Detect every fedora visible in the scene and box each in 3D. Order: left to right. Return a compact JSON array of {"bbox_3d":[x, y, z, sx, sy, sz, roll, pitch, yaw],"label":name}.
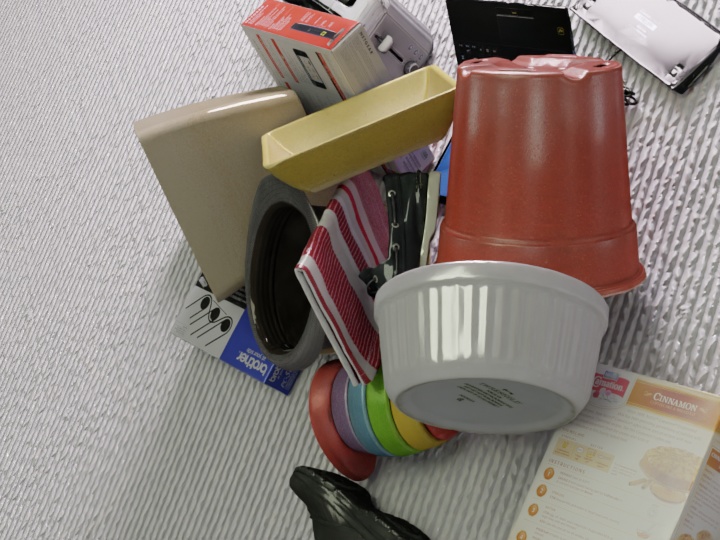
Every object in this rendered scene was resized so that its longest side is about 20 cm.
[{"bbox_3d":[-0.046,0.002,1.430,0.177,0.090,0.201,16,105,58],"label":"fedora"}]

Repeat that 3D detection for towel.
[{"bbox_3d":[0.000,0.000,1.362,0.023,0.144,0.200,-15,27,26],"label":"towel"}]

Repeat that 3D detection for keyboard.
[{"bbox_3d":[0.280,-0.235,1.451,0.127,0.021,0.200,-43,42,6],"label":"keyboard"}]

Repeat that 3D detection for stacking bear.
[{"bbox_3d":[0.060,0.127,1.366,0.199,0.114,0.122,-11,57,33],"label":"stacking bear"}]

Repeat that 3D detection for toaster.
[{"bbox_3d":[-0.017,-0.296,1.659,0.200,0.129,0.114,41,93,34],"label":"toaster"}]

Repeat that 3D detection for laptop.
[{"bbox_3d":[0.138,-0.172,1.479,0.103,0.201,0.177,-31,30,-33],"label":"laptop"}]

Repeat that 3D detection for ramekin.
[{"bbox_3d":[0.108,0.073,1.193,0.202,0.202,0.095,-13,61,38],"label":"ramekin"}]

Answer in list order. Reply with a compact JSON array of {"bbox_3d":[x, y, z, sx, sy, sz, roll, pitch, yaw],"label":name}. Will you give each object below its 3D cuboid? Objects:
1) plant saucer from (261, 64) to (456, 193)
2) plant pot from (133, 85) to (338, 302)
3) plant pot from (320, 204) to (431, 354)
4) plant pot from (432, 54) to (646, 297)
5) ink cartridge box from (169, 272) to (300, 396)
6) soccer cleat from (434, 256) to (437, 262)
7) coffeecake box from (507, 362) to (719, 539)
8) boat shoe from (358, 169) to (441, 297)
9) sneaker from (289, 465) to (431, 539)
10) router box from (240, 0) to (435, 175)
[{"bbox_3d":[0.002,-0.136,1.392,0.199,0.049,0.200,-22,15,1],"label":"plant saucer"},{"bbox_3d":[-0.130,-0.107,1.570,0.176,0.200,0.200,-26,13,-4],"label":"plant pot"},{"bbox_3d":[-0.020,0.001,1.537,0.199,0.028,0.201,-15,50,18],"label":"plant pot"},{"bbox_3d":[0.161,-0.091,1.277,0.200,0.200,0.196,14,111,47],"label":"plant pot"},{"bbox_3d":[-0.134,0.067,1.628,0.200,0.044,0.094,22,81,47],"label":"ink cartridge box"},{"bbox_3d":[0.089,0.009,1.431,0.200,0.076,0.067,-45,42,12],"label":"soccer cleat"},{"bbox_3d":[0.227,0.193,1.185,0.153,0.073,0.201,14,75,49],"label":"coffeecake box"},{"bbox_3d":[0.032,-0.001,1.328,0.066,0.075,0.200,9,83,4],"label":"boat shoe"},{"bbox_3d":[-0.017,0.258,1.380,0.200,0.076,0.091,31,95,52],"label":"sneaker"},{"bbox_3d":[-0.026,-0.202,1.578,0.049,0.200,0.179,-45,39,-16],"label":"router box"}]
